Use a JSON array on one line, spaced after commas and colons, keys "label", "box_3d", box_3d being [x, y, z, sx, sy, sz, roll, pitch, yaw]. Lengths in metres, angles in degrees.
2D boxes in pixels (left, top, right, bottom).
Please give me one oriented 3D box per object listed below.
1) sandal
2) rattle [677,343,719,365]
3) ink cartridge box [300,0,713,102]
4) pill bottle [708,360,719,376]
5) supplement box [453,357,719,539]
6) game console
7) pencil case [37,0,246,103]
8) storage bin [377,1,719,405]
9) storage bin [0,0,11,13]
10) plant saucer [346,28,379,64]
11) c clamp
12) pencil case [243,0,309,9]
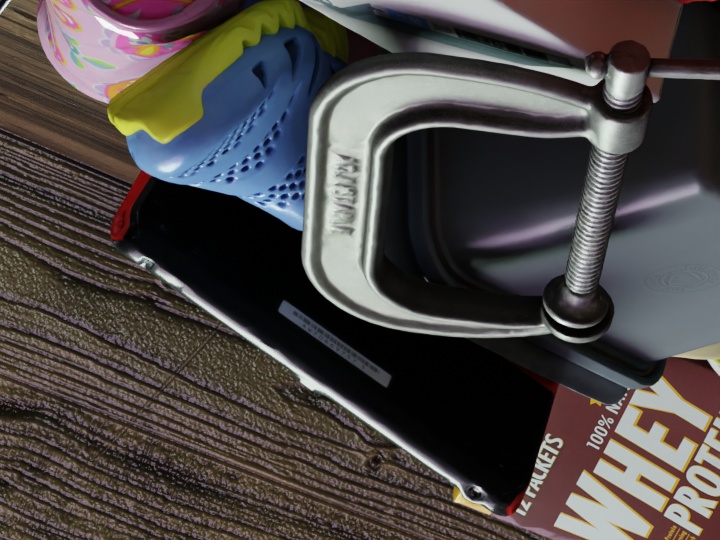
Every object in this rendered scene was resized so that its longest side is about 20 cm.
[{"label": "sandal", "box_3d": [-0.031, -0.054, 1.130, 0.087, 0.079, 0.200, 61, -162, 3]}, {"label": "rattle", "box_3d": [0.139, -0.060, 1.360, 0.130, 0.143, 0.200, -11, -136, -7]}, {"label": "ink cartridge box", "box_3d": [0.042, -0.111, 0.964, 0.176, 0.045, 0.200, 3, 164, 46]}, {"label": "pill bottle", "box_3d": [0.256, 0.026, 1.439, 0.104, 0.104, 0.200, 23, 175, -25]}, {"label": "supplement box", "box_3d": [0.171, 0.064, 1.642, 0.200, 0.133, 0.197, 22, -154, -7]}, {"label": "game console", "box_3d": [0.000, 0.000, 1.224, 0.200, 0.031, 0.177, 35, -145, -7]}, {"label": "pencil case", "box_3d": [-0.085, -0.118, 1.140, 0.087, 0.088, 0.200, 22, 172, -2]}, {"label": "storage bin", "box_3d": [0.117, -0.043, 1.188, 0.134, 0.146, 0.200, -13, 156, 31]}, {"label": "storage bin", "box_3d": [-0.194, -0.134, 1.035, 0.135, 0.094, 0.200, 26, 137, -21]}, {"label": "plant saucer", "box_3d": [0.047, -0.044, 1.443, 0.199, 0.037, 0.200, 22, -155, -11]}, {"label": "c clamp", "box_3d": [0.061, -0.023, 1.054, 0.171, 0.027, 0.200, 9, 148, -4]}, {"label": "pencil case", "box_3d": [-0.069, -0.116, 1.397, 0.078, 0.087, 0.200, 21, 175, -7]}]
